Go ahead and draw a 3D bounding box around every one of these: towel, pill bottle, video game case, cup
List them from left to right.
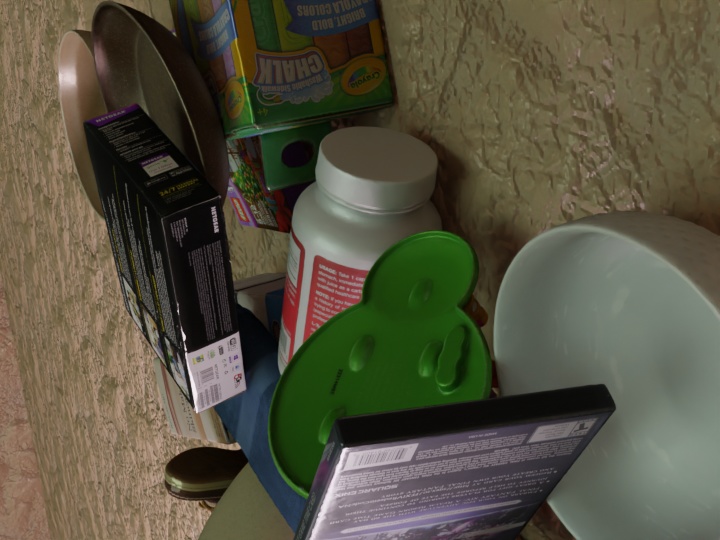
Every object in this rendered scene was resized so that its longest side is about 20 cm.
[{"bbox_3d":[-0.070,0.122,0.825,0.200,0.048,0.112,50,141,35],"label":"towel"},{"bbox_3d":[-0.053,0.240,0.908,0.200,0.199,0.144,17,95,58],"label":"cup"},{"bbox_3d":[0.000,0.000,0.740,0.112,0.112,0.201,46,138,42],"label":"pill bottle"},{"bbox_3d":[0.037,0.129,0.536,0.200,0.142,0.019,108,151,-50],"label":"video game case"}]

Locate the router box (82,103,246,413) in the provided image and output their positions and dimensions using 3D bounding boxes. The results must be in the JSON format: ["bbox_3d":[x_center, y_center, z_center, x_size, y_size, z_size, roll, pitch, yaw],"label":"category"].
[{"bbox_3d":[-0.153,-0.008,0.776,0.149,0.051,0.201,45,148,39],"label":"router box"}]

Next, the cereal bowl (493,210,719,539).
[{"bbox_3d":[0.160,0.062,0.508,0.200,0.083,0.201,40,138,49],"label":"cereal bowl"}]

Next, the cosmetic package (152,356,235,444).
[{"bbox_3d":[-0.162,0.135,1.129,0.200,0.087,0.104,-14,92,62],"label":"cosmetic package"}]

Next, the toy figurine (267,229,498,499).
[{"bbox_3d":[0.055,0.106,0.668,0.149,0.201,0.184,0,144,33],"label":"toy figurine"}]

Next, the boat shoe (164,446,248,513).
[{"bbox_3d":[-0.131,0.224,1.007,0.072,0.200,0.072,18,94,25],"label":"boat shoe"}]

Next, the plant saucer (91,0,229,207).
[{"bbox_3d":[-0.154,-0.118,0.783,0.200,0.037,0.201,44,147,38],"label":"plant saucer"}]

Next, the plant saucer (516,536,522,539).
[{"bbox_3d":[0.099,0.289,0.783,0.200,0.037,0.201,34,131,50],"label":"plant saucer"}]

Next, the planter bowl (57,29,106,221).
[{"bbox_3d":[-0.229,-0.163,1.057,0.200,0.134,0.201,36,133,51],"label":"planter bowl"}]

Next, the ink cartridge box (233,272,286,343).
[{"bbox_3d":[-0.066,0.081,0.930,0.200,0.084,0.146,3,106,59],"label":"ink cartridge box"}]

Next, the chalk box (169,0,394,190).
[{"bbox_3d":[-0.062,-0.167,0.763,0.124,0.124,0.201,3,107,61],"label":"chalk box"}]

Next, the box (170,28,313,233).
[{"bbox_3d":[-0.108,-0.133,0.902,0.137,0.039,0.201,13,129,60],"label":"box"}]
